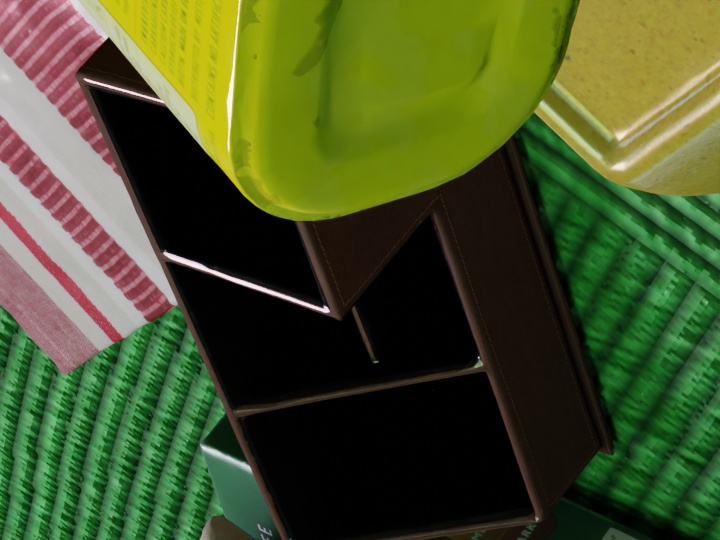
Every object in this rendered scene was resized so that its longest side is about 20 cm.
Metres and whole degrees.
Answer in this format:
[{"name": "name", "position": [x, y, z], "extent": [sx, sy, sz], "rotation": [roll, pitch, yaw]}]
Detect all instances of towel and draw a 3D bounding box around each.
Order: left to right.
[{"name": "towel", "position": [-0.098, -0.047, 0.915], "extent": [0.144, 0.023, 0.200], "rotation": [47, 150, -8]}]

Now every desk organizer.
[{"name": "desk organizer", "position": [0.000, 0.000, 0.800], "extent": [0.071, 0.077, 0.201], "rotation": [18, 145, 35]}]

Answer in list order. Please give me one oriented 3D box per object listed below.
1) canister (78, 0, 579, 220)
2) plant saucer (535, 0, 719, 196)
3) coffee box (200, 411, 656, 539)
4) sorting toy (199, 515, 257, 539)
[{"name": "canister", "position": [-0.037, -0.123, 0.566], "extent": [0.200, 0.086, 0.149], "rotation": [49, 144, 37]}, {"name": "plant saucer", "position": [0.048, -0.102, 0.629], "extent": [0.200, 0.048, 0.200], "rotation": [42, 152, -5]}, {"name": "coffee box", "position": [0.047, 0.112, 0.937], "extent": [0.199, 0.044, 0.123], "rotation": [22, 149, 30]}, {"name": "sorting toy", "position": [0.018, 0.157, 0.963], "extent": [0.185, 0.037, 0.200], "rotation": [35, 159, 5]}]
